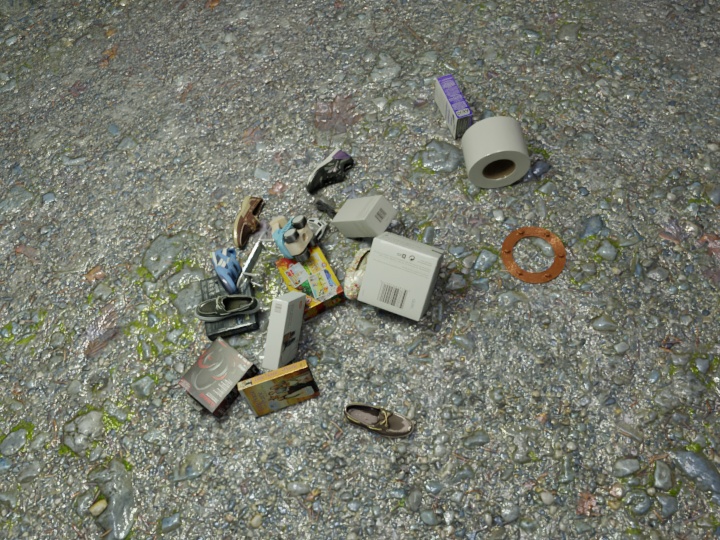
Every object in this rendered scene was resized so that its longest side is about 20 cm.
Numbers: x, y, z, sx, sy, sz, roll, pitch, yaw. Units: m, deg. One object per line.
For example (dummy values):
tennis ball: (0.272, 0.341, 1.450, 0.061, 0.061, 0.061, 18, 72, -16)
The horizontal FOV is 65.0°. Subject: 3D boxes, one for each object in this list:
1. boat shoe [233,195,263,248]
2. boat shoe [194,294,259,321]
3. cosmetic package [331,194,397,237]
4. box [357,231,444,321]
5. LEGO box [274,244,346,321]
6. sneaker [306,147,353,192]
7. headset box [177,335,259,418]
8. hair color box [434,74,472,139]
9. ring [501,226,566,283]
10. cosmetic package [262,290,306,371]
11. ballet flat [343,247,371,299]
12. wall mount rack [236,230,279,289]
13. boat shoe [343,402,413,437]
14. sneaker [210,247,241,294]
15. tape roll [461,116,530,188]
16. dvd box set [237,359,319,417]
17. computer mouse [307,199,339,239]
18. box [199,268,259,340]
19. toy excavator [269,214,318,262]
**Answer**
boat shoe: (-0.370, -0.163, 1.890, 0.072, 0.072, 0.201, 5, 58, 10)
boat shoe: (-0.407, 0.102, 1.703, 0.199, 0.071, 0.072, -11, 63, 1)
cosmetic package: (0.009, -0.169, 1.783, 0.108, 0.085, 0.200, -55, 27, -18)
box: (0.120, 0.014, 1.664, 0.198, 0.131, 0.201, 18, 106, 12)
LEGO box: (-0.155, 0.033, 1.765, 0.148, 0.077, 0.201, -28, 64, -7)
sneaker: (-0.102, -0.333, 1.944, 0.087, 0.076, 0.200, 35, 72, 14)
headset box: (-0.420, 0.318, 1.653, 0.148, 0.075, 0.200, 34, 72, 19)
hair color box: (0.327, -0.579, 1.997, 0.064, 0.109, 0.201, -16, 64, -4)
ring: (0.541, -0.053, 1.767, 0.199, 0.019, 0.202, -3, 63, 5)
cosmetic package: (-0.216, 0.169, 1.617, 0.051, 0.151, 0.201, 12, 100, 10)
ballet flat: (0.000, 0.000, 1.740, 0.064, 0.076, 0.201, -26, 34, 39)
wall mount rack: (-0.304, -0.029, 1.709, 0.074, 0.174, 0.201, 22, 77, 5)
boat shoe: (0.049, 0.412, 1.567, 0.199, 0.060, 0.072, 12, 65, 12)
sneaker: (-0.409, -0.006, 1.756, 0.082, 0.074, 0.200, -21, 44, -11)
tape roll: (0.437, -0.381, 1.837, 0.201, 0.203, 0.140, -7, 64, 2)
dvd box set: (-0.227, 0.333, 1.588, 0.199, 0.147, 0.029, -18, 44, -4)
computer mouse: (-0.152, -0.139, 1.868, 0.109, 0.044, 0.200, 28, 68, 24)
box: (-0.411, 0.105, 1.771, 0.157, 0.051, 0.201, -15, 63, -1)
toy excavator: (-0.235, -0.115, 1.786, 0.199, 0.100, 0.195, -6, 40, 31)
